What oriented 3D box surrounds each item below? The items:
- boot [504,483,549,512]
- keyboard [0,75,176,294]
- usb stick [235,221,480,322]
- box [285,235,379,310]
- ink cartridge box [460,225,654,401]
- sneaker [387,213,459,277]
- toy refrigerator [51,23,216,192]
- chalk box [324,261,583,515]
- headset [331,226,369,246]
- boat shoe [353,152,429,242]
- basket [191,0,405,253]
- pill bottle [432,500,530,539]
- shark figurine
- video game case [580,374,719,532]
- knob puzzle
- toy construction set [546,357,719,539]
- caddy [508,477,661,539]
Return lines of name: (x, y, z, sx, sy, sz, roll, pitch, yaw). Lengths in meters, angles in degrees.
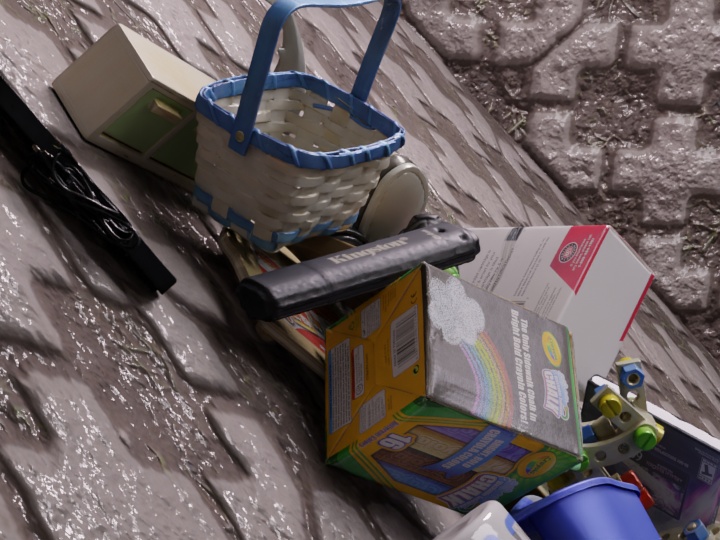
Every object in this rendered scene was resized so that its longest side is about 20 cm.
boot: (0.111, 0.145, 1.762, 0.200, 0.072, 0.155, 53, 13, -11)
keyboard: (-0.207, -0.055, 1.366, 0.200, 0.040, 0.104, 49, -10, -3)
usb stick: (0.000, 0.000, 1.496, 0.055, 0.200, 0.033, 16, -63, 55)
box: (0.039, 0.029, 1.631, 0.200, 0.021, 0.163, 23, -14, 41)
ink cartridge box: (0.152, 0.039, 1.838, 0.200, 0.145, 0.084, -1, -36, 50)
sneaker: (0.056, 0.005, 1.772, 0.200, 0.077, 0.084, 114, -22, -69)
toy refrigerator: (-0.155, -0.123, 1.606, 0.070, 0.076, 0.200, 57, 14, 26)
chalk box: (0.086, 0.102, 1.507, 0.200, 0.124, 0.124, 25, 47, -31)
headset: (-0.051, -0.026, 1.752, 0.124, 0.094, 0.200, 54, -3, 34)
boat shoe: (0.016, -0.051, 1.812, 0.060, 0.072, 0.202, 57, -19, 24)
basket: (-0.046, -0.125, 1.548, 0.139, 0.200, 0.176, 35, 25, 24)
pill bottle: (0.111, 0.265, 1.327, 0.200, 0.114, 0.114, 51, 13, 3)
shark figurine: (-0.090, -0.155, 1.730, 0.089, 0.215, 0.128, -24, 58, -36)
video game case: (0.248, 0.204, 1.753, 0.143, 0.200, 0.019, 28, 39, 29)
knob puzzle: (-0.057, 0.033, 1.599, 0.220, 0.030, 0.220, 48, 12, -13)
toy construction set: (0.235, 0.185, 1.675, 0.200, 0.131, 0.092, 54, 6, -5)
caddy: (0.160, 0.223, 1.555, 0.105, 0.141, 0.200, 61, 15, 22)
